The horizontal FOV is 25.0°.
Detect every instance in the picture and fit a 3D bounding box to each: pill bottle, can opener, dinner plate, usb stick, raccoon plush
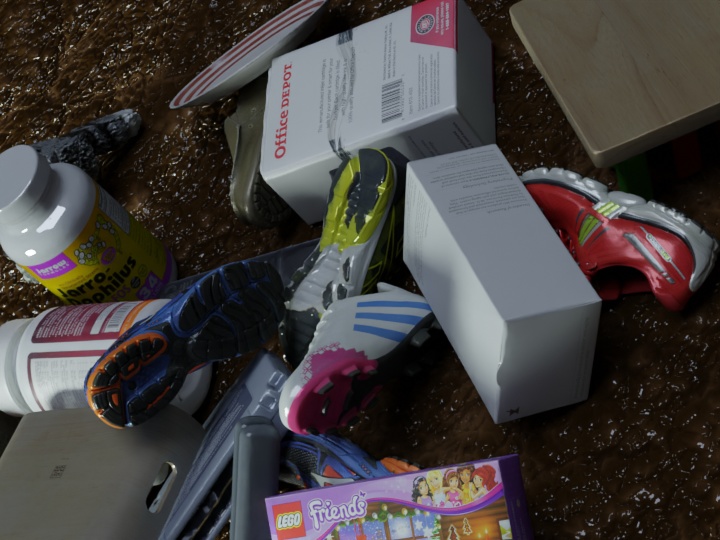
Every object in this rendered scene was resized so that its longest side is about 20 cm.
[{"bbox_3d":[-0.240,0.085,1.468,0.198,0.110,0.111,-4,56,34],"label":"pill bottle"},{"bbox_3d":[-0.094,0.213,1.241,0.053,0.066,0.203,-146,63,-72],"label":"can opener"},{"bbox_3d":[-0.103,-0.213,1.602,0.199,0.024,0.200,-34,13,9],"label":"dinner plate"},{"bbox_3d":[-0.101,0.015,1.472,0.198,0.033,0.056,-16,57,27],"label":"usb stick"},{"bbox_3d":[-0.264,-0.029,1.505,0.103,0.200,0.105,-20,48,24],"label":"pill bottle"},{"bbox_3d":[-0.286,-0.070,1.665,0.199,0.135,0.096,-25,19,-26],"label":"raccoon plush"}]

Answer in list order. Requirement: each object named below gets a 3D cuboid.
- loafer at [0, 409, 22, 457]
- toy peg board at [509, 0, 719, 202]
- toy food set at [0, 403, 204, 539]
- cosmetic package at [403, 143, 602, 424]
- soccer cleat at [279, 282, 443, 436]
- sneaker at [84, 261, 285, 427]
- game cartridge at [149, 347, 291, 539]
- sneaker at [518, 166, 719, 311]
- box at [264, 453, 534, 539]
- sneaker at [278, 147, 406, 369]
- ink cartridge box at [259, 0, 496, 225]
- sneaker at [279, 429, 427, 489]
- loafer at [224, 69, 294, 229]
[{"bbox_3d":[-0.358,0.165,1.529,0.068,0.076,0.201,-15,41,29],"label":"loafer"},{"bbox_3d":[0.251,-0.160,1.313,0.197,0.098,0.201,-23,46,0],"label":"toy peg board"},{"bbox_3d":[-0.235,0.186,1.346,0.198,0.061,0.144,-8,41,32],"label":"toy food set"},{"bbox_3d":[0.103,0.007,1.255,0.084,0.108,0.201,-13,44,-16],"label":"cosmetic package"},{"bbox_3d":[-0.013,0.067,1.279,0.086,0.070,0.199,32,35,26],"label":"soccer cleat"},{"bbox_3d":[-0.148,0.052,1.333,0.199,0.076,0.078,-31,17,-25],"label":"sneaker"},{"bbox_3d":[-0.118,0.161,1.324,0.201,0.041,0.133,-55,17,2],"label":"game cartridge"},{"bbox_3d":[0.181,-0.021,1.260,0.199,0.077,0.086,21,79,45],"label":"sneaker"},{"bbox_3d":[0.032,0.216,1.169,0.198,0.039,0.139,-14,84,29],"label":"box"},{"bbox_3d":[0.000,0.000,1.383,0.074,0.084,0.202,31,101,42],"label":"sneaker"},{"bbox_3d":[0.016,-0.145,1.465,0.198,0.084,0.146,-17,50,25],"label":"ink cartridge box"},{"bbox_3d":[-0.009,0.175,1.256,0.199,0.075,0.079,14,71,44],"label":"sneaker"},{"bbox_3d":[-0.092,-0.114,1.537,0.067,0.076,0.201,-16,40,27],"label":"loafer"}]
